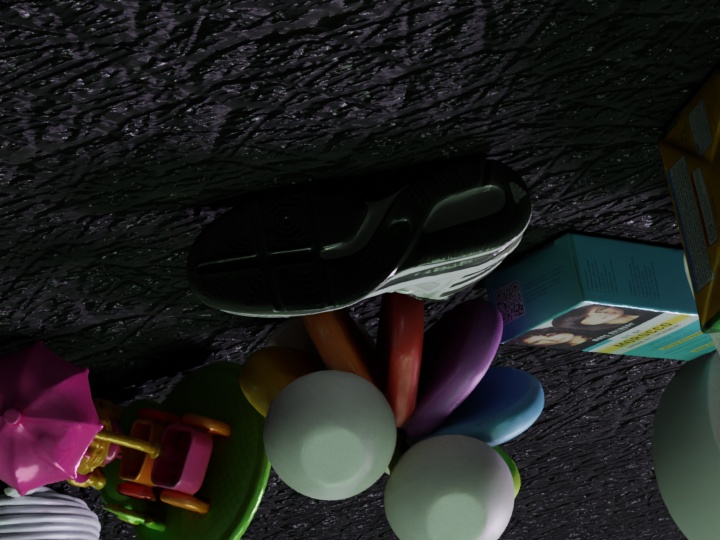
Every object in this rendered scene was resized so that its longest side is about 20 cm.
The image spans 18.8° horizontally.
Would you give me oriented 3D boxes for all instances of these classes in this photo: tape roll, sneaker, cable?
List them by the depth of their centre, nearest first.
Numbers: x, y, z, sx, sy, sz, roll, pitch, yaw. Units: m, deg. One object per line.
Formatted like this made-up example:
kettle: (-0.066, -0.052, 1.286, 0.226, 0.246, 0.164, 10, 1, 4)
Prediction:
sneaker: (0.000, 0.000, 1.268, 0.199, 0.076, 0.115, -12, 160, -4)
tape roll: (0.329, 0.120, 1.607, 0.201, 0.204, 0.139, -6, 161, -12)
cable: (-0.310, 0.234, 1.788, 0.199, 0.070, 0.200, -21, 159, 27)

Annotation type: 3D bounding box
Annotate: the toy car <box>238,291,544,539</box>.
toy car: (0.030, 0.076, 1.394, 0.199, 0.175, 0.150, 29, 104, -14)

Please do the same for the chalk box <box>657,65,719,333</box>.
chalk box: (0.287, -0.050, 1.207, 0.198, 0.126, 0.124, -4, 160, -16)

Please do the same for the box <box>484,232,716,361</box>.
box: (0.183, 0.020, 1.471, 0.199, 0.049, 0.082, 6, 155, -42)

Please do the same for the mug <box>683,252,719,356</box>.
mug: (0.308, -0.012, 1.341, 0.199, 0.178, 0.134, -27, 140, 0)

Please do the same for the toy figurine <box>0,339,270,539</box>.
toy figurine: (-0.188, 0.106, 1.454, 0.183, 0.151, 0.199, 23, 169, -37)
